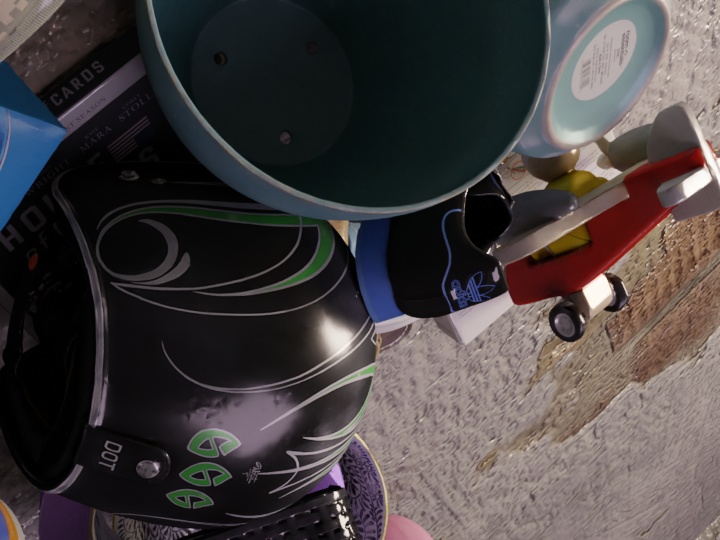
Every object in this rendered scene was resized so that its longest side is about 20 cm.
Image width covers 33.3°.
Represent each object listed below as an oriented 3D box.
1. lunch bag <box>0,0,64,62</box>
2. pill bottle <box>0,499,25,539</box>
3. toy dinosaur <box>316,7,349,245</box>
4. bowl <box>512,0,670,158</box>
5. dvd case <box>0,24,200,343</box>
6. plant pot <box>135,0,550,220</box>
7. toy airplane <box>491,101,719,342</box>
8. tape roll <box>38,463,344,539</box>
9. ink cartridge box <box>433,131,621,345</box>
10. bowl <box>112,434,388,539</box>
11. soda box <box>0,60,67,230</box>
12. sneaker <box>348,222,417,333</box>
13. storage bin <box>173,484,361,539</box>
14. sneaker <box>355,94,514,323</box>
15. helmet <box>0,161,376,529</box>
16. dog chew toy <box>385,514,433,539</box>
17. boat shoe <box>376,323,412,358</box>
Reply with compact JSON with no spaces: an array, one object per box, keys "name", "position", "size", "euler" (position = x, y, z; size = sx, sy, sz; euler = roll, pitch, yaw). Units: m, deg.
[{"name":"lunch bag","position":[-0.154,-0.174,0.402],"size":[0.201,0.117,0.164],"euler":[-52,151,2]},{"name":"pill bottle","position":[-0.277,0.149,0.645],"size":[0.112,0.112,0.200],"euler":[-44,150,-3]},{"name":"toy dinosaur","position":[-0.012,-0.068,0.737],"size":[0.101,0.058,0.202],"euler":[-30,122,-63]},{"name":"bowl","position":[0.126,-0.154,0.788],"size":[0.200,0.105,0.202],"euler":[-30,145,-24]},{"name":"dvd case","position":[-0.145,-0.027,0.688],"size":[0.150,0.025,0.200],"euler":[-41,151,-10]},{"name":"plant pot","position":[-0.025,-0.115,0.601],"size":[0.199,0.201,0.135],"euler":[-31,-176,-24]},{"name":"toy airplane","position":[0.175,-0.058,0.876],"size":[0.199,0.141,0.200],"euler":[-40,167,4]},{"name":"tape roll","position":[-0.112,0.152,0.802],"size":[0.198,0.066,0.202],"euler":[-5,112,-12]},{"name":"ink cartridge box","position":[0.116,-0.067,0.956],"size":[0.199,0.045,0.177],"euler":[-38,128,-14]},{"name":"bowl","position":[-0.085,0.167,0.899],"size":[0.198,0.094,0.203],"euler":[-4,111,-11]},{"name":"soda box","position":[-0.221,-0.075,0.486],"size":[0.064,0.068,0.199],"euler":[-53,150,13]},{"name":"sneaker","position":[0.000,0.000,0.820],"size":[0.198,0.074,0.082],"euler":[-17,160,-29]},{"name":"storage bin","position":[-0.091,0.201,0.699],"size":[0.198,0.095,0.135],"euler":[-17,172,-8]},{"name":"sneaker","position":[0.047,-0.056,0.673],"size":[0.077,0.202,0.070],"euler":[-8,141,16]},{"name":"helmet","position":[-0.083,0.039,0.648],"size":[0.189,0.201,0.201],"euler":[3,127,-35]},{"name":"dog chew toy","position":[-0.012,0.318,1.196],"size":[0.198,0.125,0.125],"euler":[-9,135,-35]},{"name":"boat shoe","position":[-0.022,0.051,0.906],"size":[0.199,0.060,0.072],"euler":[2,126,-53]}]
